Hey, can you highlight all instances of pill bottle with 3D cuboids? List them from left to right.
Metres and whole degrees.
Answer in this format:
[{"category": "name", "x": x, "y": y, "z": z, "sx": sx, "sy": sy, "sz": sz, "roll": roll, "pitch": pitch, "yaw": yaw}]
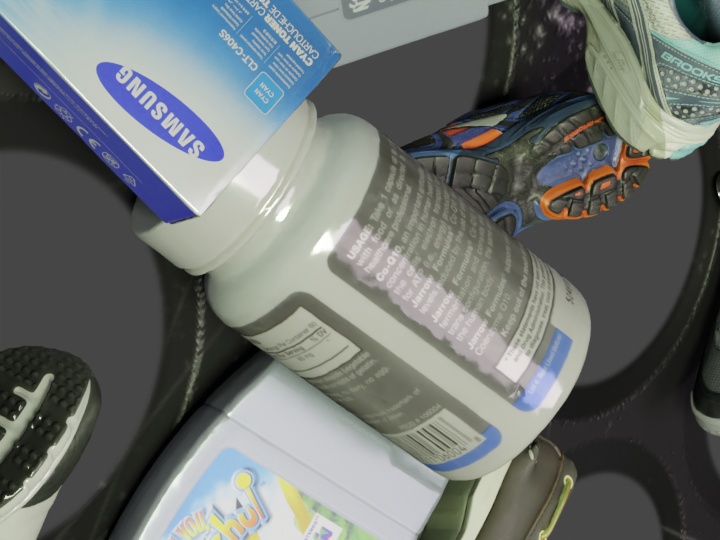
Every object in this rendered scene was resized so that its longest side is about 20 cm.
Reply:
[{"category": "pill bottle", "x": 0.000, "y": 0.000, "z": 0.818, "sx": 0.200, "sy": 0.114, "sz": 0.114, "roll": 37, "pitch": 77, "yaw": -21}]

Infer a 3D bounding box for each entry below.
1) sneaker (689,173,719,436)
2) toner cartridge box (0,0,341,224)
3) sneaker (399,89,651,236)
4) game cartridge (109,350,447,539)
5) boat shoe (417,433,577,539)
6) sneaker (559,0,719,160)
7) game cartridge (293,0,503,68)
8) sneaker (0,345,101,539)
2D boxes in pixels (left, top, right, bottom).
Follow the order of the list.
[{"category": "sneaker", "x": 0.255, "y": 0.002, "z": 1.140, "sx": 0.201, "sy": 0.075, "sz": 0.114, "roll": -57, "pitch": 134, "yaw": -22}, {"category": "toner cartridge box", "x": -0.109, "y": -0.122, "z": 0.696, "sx": 0.200, "sy": 0.043, "sz": 0.095, "roll": 46, "pitch": 71, "yaw": -15}, {"category": "sneaker", "x": 0.055, "y": -0.045, "z": 0.927, "sx": 0.199, "sy": 0.078, "sz": 0.076, "roll": -17, "pitch": 112, "yaw": -21}, {"category": "game cartridge", "x": -0.056, "y": 0.148, "z": 0.865, "sx": 0.133, "sy": 0.040, "sz": 0.201, "roll": 33, "pitch": 81, "yaw": -18}, {"category": "boat shoe", "x": 0.047, "y": 0.170, "z": 0.901, "sx": 0.060, "sy": 0.072, "sz": 0.202, "roll": 33, "pitch": 77, "yaw": -18}, {"category": "sneaker", "x": 0.143, "y": -0.162, "z": 0.901, "sx": 0.077, "sy": 0.086, "sz": 0.201, "roll": -15, "pitch": 72, "yaw": -44}, {"category": "game cartridge", "x": 0.004, "y": -0.174, "z": 0.779, "sx": 0.133, "sy": 0.041, "sz": 0.200, "roll": -22, "pitch": 147, "yaw": -9}, {"category": "sneaker", "x": -0.179, "y": 0.122, "z": 0.765, "sx": 0.200, "sy": 0.074, "sz": 0.080, "roll": -53, "pitch": 148, "yaw": -11}]
